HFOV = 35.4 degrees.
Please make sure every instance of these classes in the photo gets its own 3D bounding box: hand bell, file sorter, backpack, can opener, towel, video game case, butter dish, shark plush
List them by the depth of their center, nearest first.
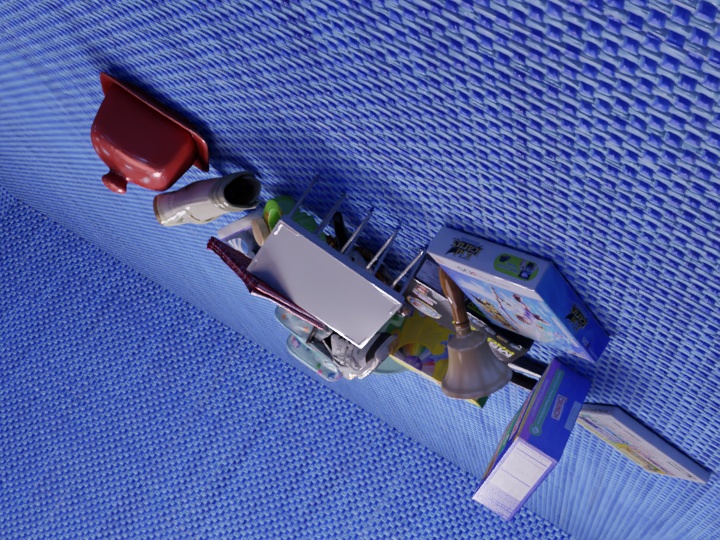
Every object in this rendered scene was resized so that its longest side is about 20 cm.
[{"bbox_3d":[0.203,0.032,1.448,0.181,0.046,0.200,23,165,44],"label":"video game case"},{"bbox_3d":[0.140,0.066,1.560,0.104,0.104,0.201,16,128,53],"label":"hand bell"},{"bbox_3d":[-0.030,-0.018,1.590,0.200,0.125,0.139,34,141,-5],"label":"file sorter"},{"bbox_3d":[-0.144,0.019,1.687,0.144,0.023,0.200,31,-175,-35],"label":"towel"},{"bbox_3d":[-0.027,0.009,1.723,0.083,0.091,0.200,35,155,52],"label":"shark plush"},{"bbox_3d":[-0.350,-0.187,1.767,0.199,0.148,0.200,34,168,0],"label":"butter dish"},{"bbox_3d":[0.249,0.159,1.833,0.200,0.079,0.064,16,124,42],"label":"can opener"},{"bbox_3d":[0.449,0.280,1.851,0.200,0.022,0.182,35,168,-11],"label":"video game case"},{"bbox_3d":[-0.058,0.096,2.087,0.200,0.151,0.177,38,-154,9],"label":"backpack"}]

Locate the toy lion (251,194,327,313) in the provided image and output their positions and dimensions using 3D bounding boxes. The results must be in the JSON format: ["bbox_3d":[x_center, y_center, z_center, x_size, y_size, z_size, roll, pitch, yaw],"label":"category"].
[{"bbox_3d":[-0.096,-0.032,1.766,0.201,0.068,0.192,65,158,16],"label":"toy lion"}]

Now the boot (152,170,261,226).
[{"bbox_3d":[-0.220,-0.122,1.834,0.154,0.072,0.200,-12,-175,30],"label":"boot"}]

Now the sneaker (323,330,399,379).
[{"bbox_3d":[-0.008,0.121,1.799,0.088,0.076,0.200,51,155,-4],"label":"sneaker"}]

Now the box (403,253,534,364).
[{"bbox_3d":[0.160,0.061,1.676,0.200,0.044,0.160,33,167,2],"label":"box"}]

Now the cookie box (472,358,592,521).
[{"bbox_3d":[0.263,0.261,1.732,0.075,0.171,0.200,30,139,6],"label":"cookie box"}]

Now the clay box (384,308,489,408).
[{"bbox_3d":[0.137,0.124,1.815,0.200,0.115,0.048,28,170,28],"label":"clay box"}]

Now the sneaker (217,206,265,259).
[{"bbox_3d":[-0.178,-0.029,2.005,0.147,0.080,0.200,61,158,-6],"label":"sneaker"}]

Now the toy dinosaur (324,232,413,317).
[{"bbox_3d":[0.000,0.000,1.803,0.200,0.102,0.136,60,155,8],"label":"toy dinosaur"}]

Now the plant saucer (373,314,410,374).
[{"bbox_3d":[0.056,0.133,1.936,0.200,0.039,0.201,-7,145,-5],"label":"plant saucer"}]
